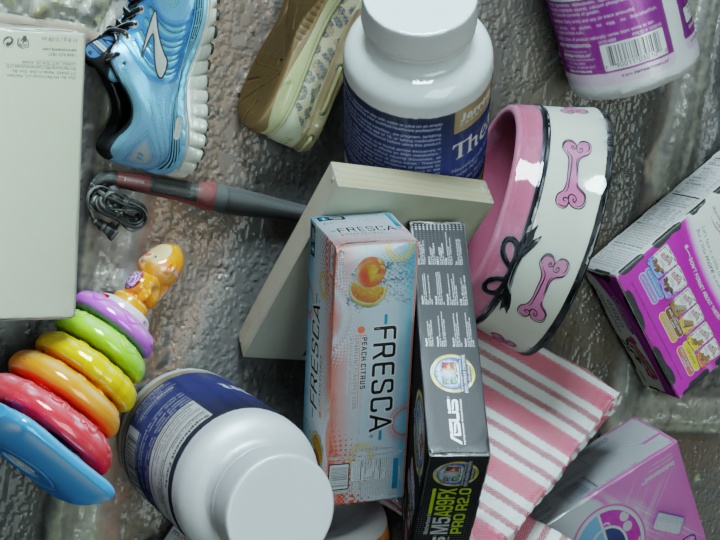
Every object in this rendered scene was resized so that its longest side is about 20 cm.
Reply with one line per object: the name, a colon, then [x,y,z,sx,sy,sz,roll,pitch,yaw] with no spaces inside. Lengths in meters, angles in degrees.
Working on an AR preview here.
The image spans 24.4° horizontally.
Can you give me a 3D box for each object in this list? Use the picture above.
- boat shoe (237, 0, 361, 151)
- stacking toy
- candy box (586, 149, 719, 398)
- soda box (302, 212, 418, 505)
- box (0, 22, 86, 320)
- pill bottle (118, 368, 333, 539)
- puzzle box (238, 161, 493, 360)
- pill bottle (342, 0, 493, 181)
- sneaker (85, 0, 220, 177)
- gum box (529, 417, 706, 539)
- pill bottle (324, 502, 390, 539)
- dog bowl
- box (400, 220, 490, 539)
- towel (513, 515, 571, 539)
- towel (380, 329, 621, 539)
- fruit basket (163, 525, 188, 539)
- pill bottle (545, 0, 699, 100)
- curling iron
boat shoe: [-0.023,-0.189,1.261,0.062,0.073,0.201,25,99,-34]
stacking toy: [-0.191,0.059,1.213,0.110,0.116,0.201,45,68,-29]
candy box: [0.307,-0.005,1.462,0.199,0.061,0.137,-37,114,-15]
soda box: [-0.002,0.064,1.192,0.063,0.068,0.203,-3,111,-18]
box: [-0.238,-0.071,1.166,0.068,0.082,0.203,0,99,-27]
pill bottle: [-0.096,0.146,1.210,0.110,0.200,0.113,-6,103,-25]
puzzle box: [0.000,0.000,1.261,0.132,0.026,0.201,5,138,-28]
pill bottle: [0.042,-0.131,1.226,0.110,0.111,0.201,-28,147,-19]
sneaker: [-0.154,-0.167,1.192,0.089,0.078,0.203,-1,100,-23]
gum box: [0.182,0.225,1.376,0.199,0.066,0.115,-29,114,-17]
pill bottle: [-0.019,0.288,1.326,0.111,0.112,0.203,-16,107,-23]
dog bowl: [0.125,-0.040,1.297,0.073,0.200,0.203,16,93,-9]
box: [0.054,0.092,1.209,0.044,0.202,0.161,0,143,-5]
towel: [0.117,0.258,1.260,0.147,0.199,0.030,-50,159,-32]
towel: [0.096,0.130,1.315,0.200,0.145,0.030,-45,154,-31]
fruit basket: [-0.112,0.319,1.251,0.199,0.094,0.186,30,84,16]
pill bottle: [0.197,-0.249,1.332,0.111,0.112,0.202,-26,111,-20]
curling iron: [-0.119,-0.048,1.263,0.198,0.026,0.050,1,121,-32]
